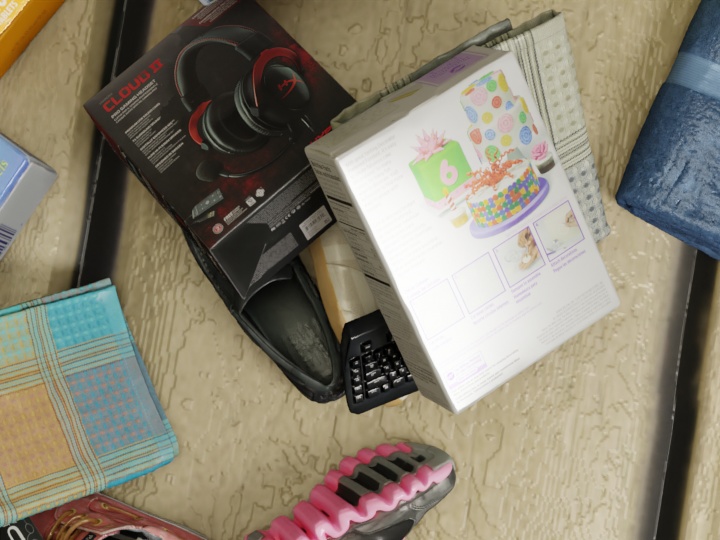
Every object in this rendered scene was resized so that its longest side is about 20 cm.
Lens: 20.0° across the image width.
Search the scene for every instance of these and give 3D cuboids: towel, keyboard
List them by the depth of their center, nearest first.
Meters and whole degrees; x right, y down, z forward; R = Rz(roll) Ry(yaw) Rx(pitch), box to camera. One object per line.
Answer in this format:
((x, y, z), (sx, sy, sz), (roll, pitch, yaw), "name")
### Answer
((0.080, -0.068, 1.441), (0.191, 0.035, 0.201), (-27, 125, -16), "towel")
((0.078, 0.034, 1.447), (0.199, 0.040, 0.105), (-23, 125, -20), "keyboard")
((-0.227, 0.094, 1.455), (0.022, 0.199, 0.148), (-27, 83, 44), "towel")
((0.272, -0.116, 1.498), (0.111, 0.049, 0.202), (25, 87, 6), "towel")

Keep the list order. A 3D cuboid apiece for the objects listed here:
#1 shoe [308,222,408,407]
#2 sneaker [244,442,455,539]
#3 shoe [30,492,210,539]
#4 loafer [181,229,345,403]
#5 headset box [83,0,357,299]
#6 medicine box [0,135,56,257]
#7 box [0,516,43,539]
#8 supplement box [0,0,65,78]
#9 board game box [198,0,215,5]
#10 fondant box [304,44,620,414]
((0.000, 0.000, 1.491), (0.053, 0.070, 0.202), (-23, 82, 16), "shoe")
((-0.009, 0.204, 1.485), (0.199, 0.079, 0.096), (-33, 118, -9), "sneaker")
((-0.200, 0.194, 1.477), (0.198, 0.091, 0.072), (16, 86, 4), "shoe")
((-0.069, 0.008, 1.495), (0.068, 0.070, 0.201), (-36, 82, 0), "loafer")
((-0.093, -0.102, 1.467), (0.148, 0.075, 0.200), (-39, 55, -5), "headset box")
((-0.359, -0.056, 1.494), (0.199, 0.103, 0.183), (34, 88, 5), "medicine box")
((-0.303, 0.234, 1.436), (0.148, 0.124, 0.201), (-37, 84, 34), "box")
((-0.324, -0.242, 1.529), (0.200, 0.074, 0.126), (39, 88, 6), "supplement box")
((-0.075, -0.256, 1.477), (0.199, 0.201, 0.062), (-28, 120, 13), "board game box")
((0.071, -0.028, 1.370), (0.144, 0.058, 0.201), (-32, 112, -15), "fondant box")
